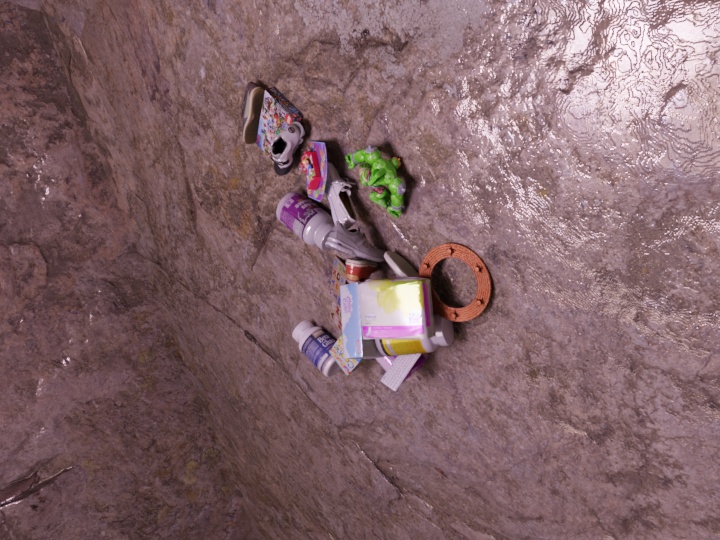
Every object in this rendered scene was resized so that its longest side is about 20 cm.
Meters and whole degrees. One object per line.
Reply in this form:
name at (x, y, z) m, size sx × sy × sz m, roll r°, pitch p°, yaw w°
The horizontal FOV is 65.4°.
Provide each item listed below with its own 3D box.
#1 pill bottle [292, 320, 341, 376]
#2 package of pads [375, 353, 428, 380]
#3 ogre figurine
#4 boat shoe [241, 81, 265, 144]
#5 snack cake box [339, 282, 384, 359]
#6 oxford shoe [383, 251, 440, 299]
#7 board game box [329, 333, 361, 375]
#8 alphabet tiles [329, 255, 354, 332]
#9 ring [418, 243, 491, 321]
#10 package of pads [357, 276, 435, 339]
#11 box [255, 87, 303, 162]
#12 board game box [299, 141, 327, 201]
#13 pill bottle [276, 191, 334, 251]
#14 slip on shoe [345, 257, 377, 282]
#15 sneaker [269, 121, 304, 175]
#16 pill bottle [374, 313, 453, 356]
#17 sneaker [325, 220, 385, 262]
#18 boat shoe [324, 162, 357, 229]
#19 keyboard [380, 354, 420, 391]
pill bottle at (-0.147, 0.269, 1.974) m, size 0.200 × 0.111 × 0.112 m, roll 40°, pitch 140°, yaw 25°
package of pads at (0.091, 0.221, 1.645) m, size 0.200 × 0.120 × 0.076 m, roll 48°, pitch 155°, yaw 17°
ogre figurine at (0.050, -0.232, 1.410) m, size 0.202 × 0.097 × 0.120 m, roll 68°, pitch 156°, yaw 7°
boat shoe at (-0.331, -0.483, 1.719) m, size 0.066 × 0.071 × 0.202 m, roll 54°, pitch 144°, yaw 25°
snack cake box at (0.004, 0.142, 1.557) m, size 0.067 × 0.114 × 0.203 m, roll -11°, pitch 76°, yaw 33°
oxford shoe at (0.128, 0.030, 1.509) m, size 0.200 × 0.075 × 0.058 m, roll 47°, pitch 122°, yaw 10°
board game box at (-0.005, 0.232, 1.786) m, size 0.105 × 0.103 × 0.201 m, roll 50°, pitch 143°, yaw 13°
alphabet tiles at (-0.062, 0.079, 1.736) m, size 0.167 × 0.007 × 0.203 m, roll -134°, pitch 49°, yaw -55°
ring at (0.229, 0.032, 1.396) m, size 0.198 × 0.019 × 0.203 m, roll 13°, pitch 113°, yaw 34°
package of pads at (0.089, 0.096, 1.444) m, size 0.198 × 0.068 × 0.157 m, roll -5°, pitch 92°, yaw 32°
box at (-0.246, -0.421, 1.680) m, size 0.137 × 0.038 × 0.201 m, roll 46°, pitch 142°, yaw 18°
board game box at (-0.142, -0.280, 1.571) m, size 0.200 × 0.038 × 0.160 m, roll -145°, pitch 58°, yaw -65°
pill bottle at (-0.154, -0.146, 1.696) m, size 0.199 × 0.112 × 0.113 m, roll 38°, pitch 139°, yaw 27°
slip on shoe at (0.000, 0.000, 1.563) m, size 0.073 × 0.200 × 0.062 m, roll 11°, pitch 94°, yaw 13°
sneaker at (-0.232, -0.341, 1.618) m, size 0.074 × 0.088 × 0.201 m, roll 45°, pitch 143°, yaw 10°
pill bottle at (0.146, 0.169, 1.522) m, size 0.198 × 0.112 × 0.114 m, roll -10°, pitch 108°, yaw 29°
sneaker at (0.000, -0.075, 1.527) m, size 0.074 × 0.199 × 0.083 m, roll 15°, pitch 87°, yaw 48°
boat shoe at (-0.051, -0.218, 1.541) m, size 0.086 × 0.074 × 0.204 m, roll -29°, pitch 70°, yaw 40°
keyboard at (0.134, 0.241, 1.569) m, size 0.056 × 0.201 × 0.011 m, roll 28°, pitch 166°, yaw 38°
